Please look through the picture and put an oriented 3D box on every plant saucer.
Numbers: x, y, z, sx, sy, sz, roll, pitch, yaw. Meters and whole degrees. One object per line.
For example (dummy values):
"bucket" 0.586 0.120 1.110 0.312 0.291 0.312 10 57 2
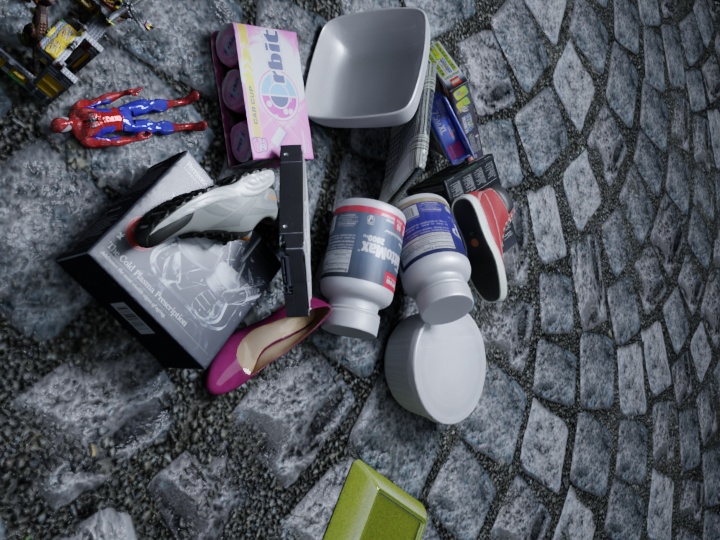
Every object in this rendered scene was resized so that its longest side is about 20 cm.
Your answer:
"plant saucer" 0.031 0.445 1.054 0.200 0.048 0.202 43 58 -32

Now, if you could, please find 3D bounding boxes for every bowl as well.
"bowl" 0.019 -0.313 1.036 0.075 0.197 0.203 40 58 -59

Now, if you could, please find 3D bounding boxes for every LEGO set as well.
"LEGO set" -0.343 -0.292 0.728 0.154 0.115 0.201 51 54 -27

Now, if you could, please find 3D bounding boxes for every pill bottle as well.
"pill bottle" 0.000 0.000 1.024 0.119 0.119 0.203 23 71 -39
"pill bottle" 0.119 -0.018 1.086 0.119 0.119 0.202 20 45 -40

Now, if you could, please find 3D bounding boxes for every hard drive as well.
"hard drive" -0.090 -0.056 0.892 0.141 0.037 0.202 91 -4 -49

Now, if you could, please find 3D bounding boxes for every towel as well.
"towel" 0.073 -0.216 1.078 0.034 0.200 0.195 12 72 -11

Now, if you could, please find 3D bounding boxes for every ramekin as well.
"ramekin" 0.128 0.164 1.144 0.201 0.094 0.206 5 83 -43

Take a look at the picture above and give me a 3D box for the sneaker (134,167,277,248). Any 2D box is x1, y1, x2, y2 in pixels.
"sneaker" -0.170 -0.062 0.761 0.199 0.073 0.080 -29 109 -43

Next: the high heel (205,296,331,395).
"high heel" -0.128 0.101 0.906 0.200 0.095 0.068 -48 117 -35

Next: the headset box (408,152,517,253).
"headset box" 0.204 -0.097 1.244 0.173 0.092 0.202 -33 108 -41

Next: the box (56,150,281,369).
"box" -0.231 -0.010 0.815 0.201 0.103 0.183 52 53 -27

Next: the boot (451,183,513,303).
"boot" 0.248 -0.052 1.173 0.143 0.072 0.203 -22 98 -44

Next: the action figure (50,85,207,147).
"action figure" -0.291 -0.194 0.819 0.199 0.051 0.066 -21 103 -40

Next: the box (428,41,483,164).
"box" 0.163 -0.288 1.130 0.111 0.034 0.200 64 4 31

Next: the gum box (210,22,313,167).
"gum box" -0.144 -0.257 0.948 0.113 0.066 0.203 -9 92 -45

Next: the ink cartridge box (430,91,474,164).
"ink cartridge box" 0.139 -0.259 1.150 0.042 0.200 0.120 -29 111 2
